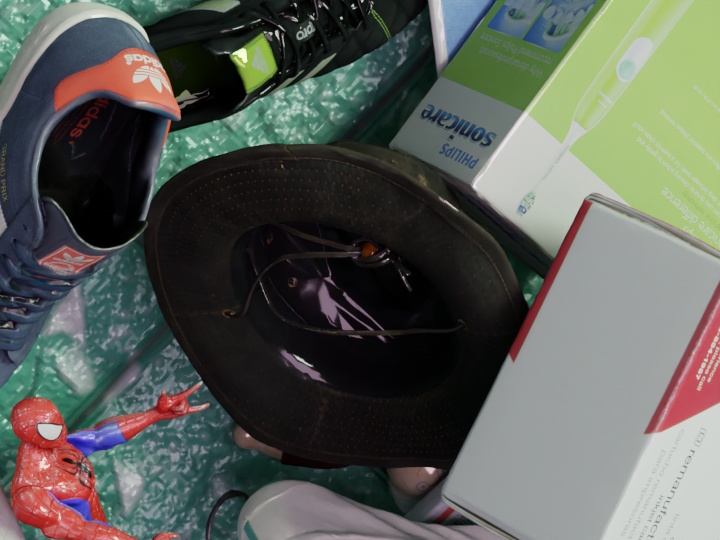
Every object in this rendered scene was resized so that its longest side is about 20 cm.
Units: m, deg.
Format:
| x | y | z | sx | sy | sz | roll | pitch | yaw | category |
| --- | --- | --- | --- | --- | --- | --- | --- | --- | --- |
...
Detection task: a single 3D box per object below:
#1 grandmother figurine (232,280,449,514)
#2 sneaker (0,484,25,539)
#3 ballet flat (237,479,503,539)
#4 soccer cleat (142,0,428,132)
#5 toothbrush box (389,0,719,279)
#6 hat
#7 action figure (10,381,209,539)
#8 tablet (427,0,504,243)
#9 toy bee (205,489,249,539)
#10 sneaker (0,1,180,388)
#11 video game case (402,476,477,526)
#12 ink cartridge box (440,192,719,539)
| x | y | z | sx | sy | sz | roll | pitch | yaw | category |
| --- | --- | --- | --- | --- | --- | --- | --- | --- | --- |
| -0.011 | 0.055 | 1.086 | 0.121 | 0.061 | 0.200 | -36 | 114 | 23 | grandmother figurine |
| -0.213 | 0.105 | 1.015 | 0.088 | 0.075 | 0.200 | -22 | 104 | -40 | sneaker |
| 0.035 | 0.154 | 1.056 | 0.200 | 0.069 | 0.070 | 18 | 100 | -19 | ballet flat |
| -0.042 | -0.106 | 1.015 | 0.200 | 0.081 | 0.068 | -26 | 112 | -10 | soccer cleat |
| 0.136 | -0.088 | 1.037 | 0.146 | 0.086 | 0.200 | 38 | 86 | -32 | toothbrush box |
| 0.000 | 0.000 | 0.996 | 0.200 | 0.081 | 0.201 | 12 | 136 | 12 | hat |
| -0.101 | 0.131 | 1.046 | 0.099 | 0.065 | 0.200 | -15 | 125 | 10 | action figure |
| 0.092 | -0.118 | 1.063 | 0.130 | 0.014 | 0.200 | -16 | 112 | -22 | tablet |
| -0.019 | 0.221 | 1.094 | 0.131 | 0.109 | 0.200 | -58 | 145 | -36 | toy bee |
| -0.137 | -0.011 | 0.934 | 0.075 | 0.085 | 0.200 | 8 | 117 | -39 | sneaker |
| 0.126 | 0.147 | 1.117 | 0.200 | 0.017 | 0.143 | 39 | 106 | -26 | video game case |
| 0.144 | 0.067 | 0.976 | 0.200 | 0.083 | 0.146 | 22 | 94 | -54 | ink cartridge box |
